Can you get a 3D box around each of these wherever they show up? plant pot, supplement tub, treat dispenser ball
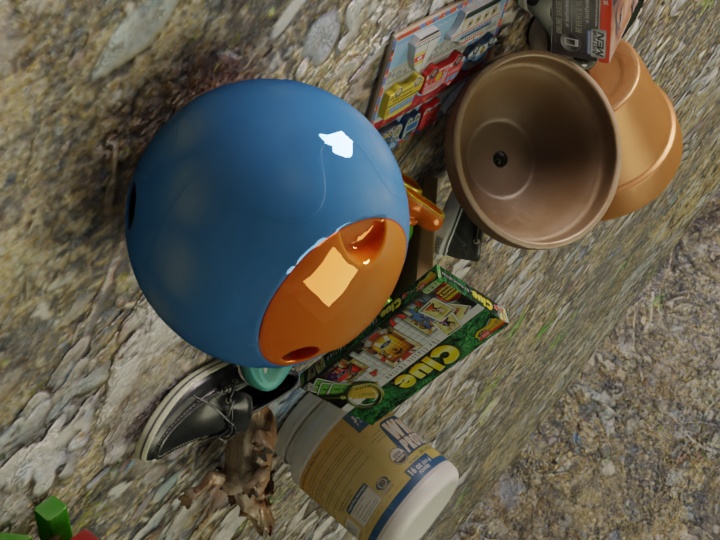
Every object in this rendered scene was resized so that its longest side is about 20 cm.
[{"bbox_3d":[0.164,-0.120,1.268,0.201,0.201,0.093,-45,-165,-19],"label":"plant pot"},{"bbox_3d":[0.005,0.241,1.494,0.145,0.200,0.145,-44,160,-21],"label":"supplement tub"},{"bbox_3d":[-0.064,-0.033,0.854,0.201,0.200,0.201,-44,159,-21],"label":"treat dispenser ball"},{"bbox_3d":[0.262,-0.176,1.391,0.200,0.200,0.140,-47,144,-13],"label":"plant pot"}]

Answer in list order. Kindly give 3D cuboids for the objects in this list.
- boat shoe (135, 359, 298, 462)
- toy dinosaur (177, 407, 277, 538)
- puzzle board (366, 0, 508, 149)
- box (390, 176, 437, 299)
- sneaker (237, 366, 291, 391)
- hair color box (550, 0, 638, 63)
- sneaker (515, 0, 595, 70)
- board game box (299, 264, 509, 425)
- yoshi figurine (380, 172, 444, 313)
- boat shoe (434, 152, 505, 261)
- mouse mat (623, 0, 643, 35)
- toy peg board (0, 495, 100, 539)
[{"bbox_3d":[-0.136,0.131,1.191,0.199,0.062,0.075,-32,154,-42],"label":"boat shoe"},{"bbox_3d":[-0.119,0.194,1.321,0.135,0.085,0.202,-19,127,-74],"label":"toy dinosaur"},{"bbox_3d":[0.076,-0.193,1.175,0.200,0.017,0.151,-36,155,-41],"label":"puzzle board"},{"bbox_3d":[0.049,0.021,1.317,0.201,0.021,0.164,-82,-171,-48],"label":"box"},{"bbox_3d":[-0.054,0.028,1.145,0.077,0.080,0.201,23,101,-36],"label":"sneaker"},{"bbox_3d":[0.240,-0.305,1.165,0.111,0.063,0.201,80,32,-47],"label":"hair color box"},{"bbox_3d":[0.214,-0.270,1.263,0.074,0.079,0.200,-50,159,-1],"label":"sneaker"},{"bbox_3d":[0.042,0.079,1.218,0.104,0.024,0.200,29,125,-33],"label":"board game box"},{"bbox_3d":[0.010,0.004,1.239,0.201,0.112,0.112,-54,167,13],"label":"yoshi figurine"},{"bbox_3d":[0.136,-0.093,1.348,0.069,0.056,0.201,94,18,-62],"label":"boat shoe"},{"bbox_3d":[0.289,-0.265,1.549,0.201,0.008,0.161,-59,160,21],"label":"mouse mat"},{"bbox_3d":[-0.265,0.304,1.023,0.200,0.198,0.098,-37,140,-37],"label":"toy peg board"}]
